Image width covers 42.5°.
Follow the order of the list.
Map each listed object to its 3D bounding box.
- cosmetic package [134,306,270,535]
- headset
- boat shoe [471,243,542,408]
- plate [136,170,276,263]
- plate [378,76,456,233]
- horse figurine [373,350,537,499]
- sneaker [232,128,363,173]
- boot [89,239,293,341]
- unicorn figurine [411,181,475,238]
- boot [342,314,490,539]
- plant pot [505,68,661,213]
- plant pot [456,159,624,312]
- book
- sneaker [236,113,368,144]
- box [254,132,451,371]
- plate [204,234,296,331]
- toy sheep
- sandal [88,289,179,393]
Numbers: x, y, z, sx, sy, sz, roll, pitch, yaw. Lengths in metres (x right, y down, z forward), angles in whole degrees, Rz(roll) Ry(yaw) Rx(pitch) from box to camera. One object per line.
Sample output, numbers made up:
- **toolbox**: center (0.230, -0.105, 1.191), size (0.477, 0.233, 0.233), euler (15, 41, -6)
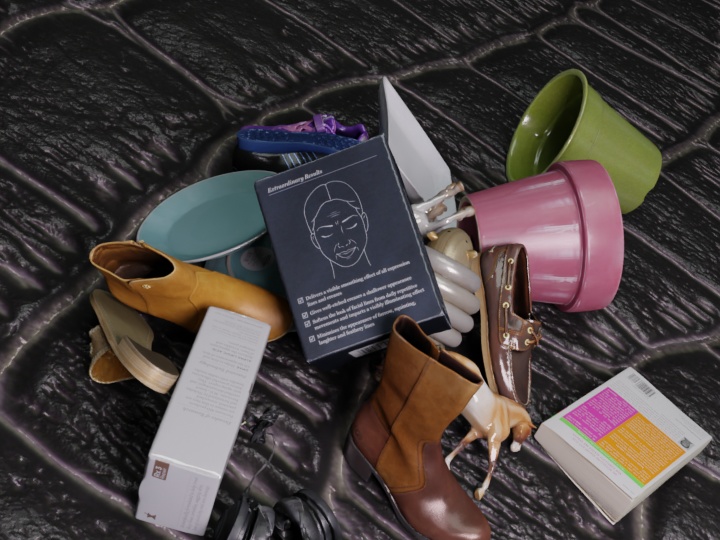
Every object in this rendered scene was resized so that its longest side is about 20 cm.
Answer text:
- **cosmetic package**: center (-0.149, 0.141, 0.896), size (0.073, 0.102, 0.201), euler (17, 41, -5)
- **headset**: center (-0.075, 0.230, 0.839), size (0.122, 0.094, 0.201), euler (1, 56, -26)
- **boat shoe**: center (0.180, 0.066, 1.099), size (0.070, 0.070, 0.202), euler (15, 65, -61)
- **plate**: center (-0.171, -0.060, 1.111), size (0.198, 0.026, 0.201), euler (-12, 33, 8)
- **plate**: center (0.077, -0.146, 1.307), size (0.200, 0.032, 0.201), euler (50, 24, -36)
- **horse figurine**: center (0.109, 0.150, 1.015), size (0.200, 0.050, 0.133), euler (47, 60, -9)
- **sneaker**: center (-0.074, -0.141, 1.247), size (0.198, 0.079, 0.070), euler (5, 27, -10)
- **boot**: center (-0.173, 0.023, 0.961), size (0.199, 0.144, 0.071), euler (10, 73, 4)
- **unicorn figurine**: center (0.067, -0.064, 1.132), size (0.136, 0.200, 0.074), euler (-25, 72, 2)
- **boot**: center (0.081, 0.164, 0.903), size (0.068, 0.201, 0.188), euler (-24, 58, -41)
- **plant pot**: center (0.363, -0.183, 1.455), size (0.189, 0.200, 0.201), euler (24, 38, -18)
- **plant pot**: center (0.227, -0.042, 1.224), size (0.177, 0.201, 0.201), euler (-4, 45, -8)
- **book**: center (0.316, 0.198, 1.104), size (0.199, 0.048, 0.134), euler (-19, 53, -41)
- **sneaker**: center (-0.073, -0.184, 1.301), size (0.198, 0.089, 0.081), euler (8, 43, -16)
- **box**: center (-0.007, -0.015, 0.974), size (0.147, 0.107, 0.202), euler (-19, 77, 6)
- **plate**: center (-0.089, -0.010, 1.090), size (0.198, 0.026, 0.201), euler (-2, 46, 2)
- **toy sheep**: center (0.072, 0.042, 1.073), size (0.137, 0.201, 0.138), euler (24, -2, 1)
- **sandal**: center (-0.248, 0.086, 0.931), size (0.077, 0.070, 0.211), euler (36, -1, -33)
